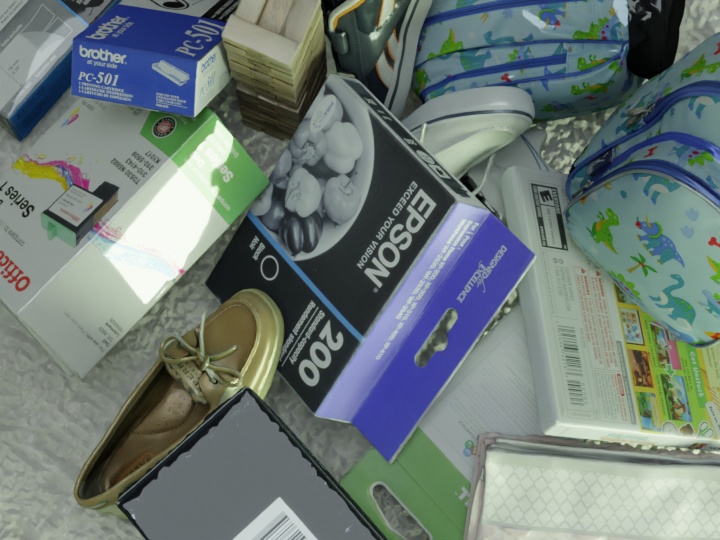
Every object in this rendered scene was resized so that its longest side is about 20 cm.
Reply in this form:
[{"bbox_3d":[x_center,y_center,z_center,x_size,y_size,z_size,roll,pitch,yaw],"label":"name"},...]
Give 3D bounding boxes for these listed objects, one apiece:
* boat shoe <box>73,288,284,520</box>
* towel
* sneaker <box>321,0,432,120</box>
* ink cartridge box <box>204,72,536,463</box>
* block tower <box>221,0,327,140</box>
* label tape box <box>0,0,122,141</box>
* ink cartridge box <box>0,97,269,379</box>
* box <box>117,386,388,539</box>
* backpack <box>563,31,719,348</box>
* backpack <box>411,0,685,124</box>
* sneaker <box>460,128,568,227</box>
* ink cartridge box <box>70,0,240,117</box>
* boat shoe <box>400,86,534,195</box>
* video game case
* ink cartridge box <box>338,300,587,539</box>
[{"bbox_3d":[-0.129,0.098,1.346,0.073,0.063,0.201,40,100,28],"label":"boat shoe"},{"bbox_3d":[0.169,0.215,1.321,0.197,0.032,0.193,5,102,-3],"label":"towel"},{"bbox_3d":[0.003,-0.181,1.357,0.078,0.201,0.079,1,42,-18],"label":"sneaker"},{"bbox_3d":[0.000,0.000,1.327,0.200,0.043,0.199,46,116,26],"label":"ink cartridge box"},{"bbox_3d":[-0.059,-0.149,1.354,0.054,0.200,0.058,22,80,5],"label":"block tower"},{"bbox_3d":[-0.290,-0.221,1.443,0.200,0.063,0.144,40,81,8],"label":"label tape box"},{"bbox_3d":[-0.187,-0.043,1.361,0.200,0.084,0.145,-46,42,-7],"label":"ink cartridge box"},{"bbox_3d":[-0.050,0.202,1.284,0.123,0.199,0.200,-41,81,-9],"label":"box"},{"bbox_3d":[0.251,-0.052,1.274,0.183,0.200,0.147,43,53,-3],"label":"backpack"},{"bbox_3d":[0.130,-0.172,1.381,0.198,0.163,0.156,10,91,12],"label":"backpack"},{"bbox_3d":[0.153,-0.022,1.391,0.087,0.075,0.201,-33,80,-10],"label":"sneaker"},{"bbox_3d":[-0.131,-0.169,1.363,0.093,0.200,0.045,11,115,9],"label":"ink cartridge box"},{"bbox_3d":[0.043,-0.063,1.355,0.201,0.074,0.087,-20,65,33],"label":"boat shoe"},{"bbox_3d":[0.192,0.028,1.337,0.180,0.023,0.202,8,60,-28],"label":"video game case"},{"bbox_3d":[0.088,0.124,1.359,0.200,0.059,0.104,-45,81,7],"label":"ink cartridge box"}]
